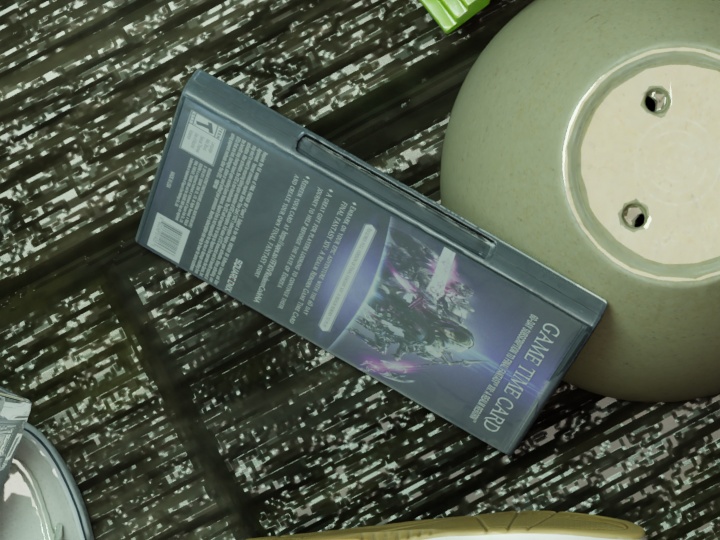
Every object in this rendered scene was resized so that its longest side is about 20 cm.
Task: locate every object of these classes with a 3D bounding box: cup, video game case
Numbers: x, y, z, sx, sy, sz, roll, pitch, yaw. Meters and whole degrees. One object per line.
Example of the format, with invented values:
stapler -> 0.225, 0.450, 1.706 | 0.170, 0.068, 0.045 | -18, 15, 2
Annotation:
cup -> 0.134, -0.043, 1.314 | 0.199, 0.143, 0.202 | 0, 88, 1
video game case -> 0.000, 0.000, 1.322 | 0.199, 0.143, 0.019 | 29, 61, 2

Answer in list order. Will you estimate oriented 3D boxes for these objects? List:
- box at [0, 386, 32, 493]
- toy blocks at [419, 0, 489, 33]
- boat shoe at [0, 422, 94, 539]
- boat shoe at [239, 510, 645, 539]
box -> -0.246, 0.123, 1.332 | 0.157, 0.050, 0.201 | 18, 89, 32
toy blocks -> 0.098, -0.201, 1.310 | 0.200, 0.137, 0.100 | -37, 77, -5
boat shoe -> -0.158, 0.167, 1.345 | 0.074, 0.086, 0.204 | -2, 89, 1
boat shoe -> 0.031, 0.148, 1.352 | 0.199, 0.071, 0.070 | -6, 89, 11
